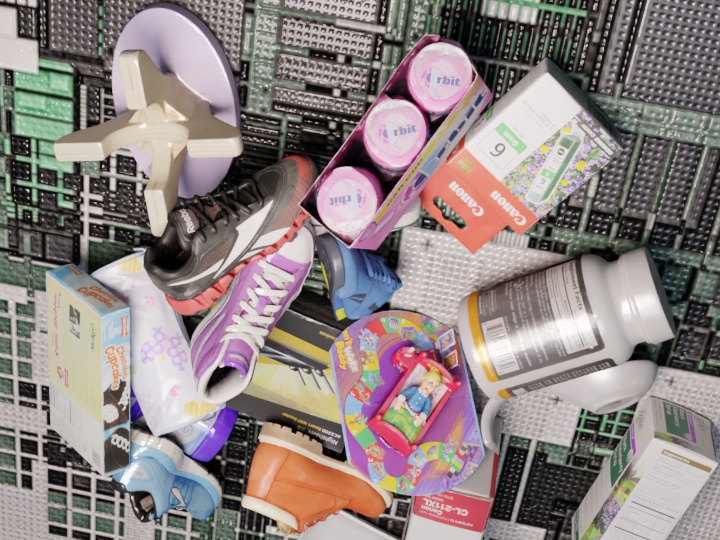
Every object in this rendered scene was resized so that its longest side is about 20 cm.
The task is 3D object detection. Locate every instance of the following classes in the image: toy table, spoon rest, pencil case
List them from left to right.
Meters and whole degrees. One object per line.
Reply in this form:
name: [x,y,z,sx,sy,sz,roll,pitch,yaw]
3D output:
pencil case: [-0.220,0.077,1.192,0.090,0.083,0.201,-28,87,29]
toy table: [-0.195,-0.144,1.083,0.183,0.117,0.201,-11,118,15]
spoon rest: [0.220,0.131,1.183,0.199,0.061,0.099,-20,157,7]

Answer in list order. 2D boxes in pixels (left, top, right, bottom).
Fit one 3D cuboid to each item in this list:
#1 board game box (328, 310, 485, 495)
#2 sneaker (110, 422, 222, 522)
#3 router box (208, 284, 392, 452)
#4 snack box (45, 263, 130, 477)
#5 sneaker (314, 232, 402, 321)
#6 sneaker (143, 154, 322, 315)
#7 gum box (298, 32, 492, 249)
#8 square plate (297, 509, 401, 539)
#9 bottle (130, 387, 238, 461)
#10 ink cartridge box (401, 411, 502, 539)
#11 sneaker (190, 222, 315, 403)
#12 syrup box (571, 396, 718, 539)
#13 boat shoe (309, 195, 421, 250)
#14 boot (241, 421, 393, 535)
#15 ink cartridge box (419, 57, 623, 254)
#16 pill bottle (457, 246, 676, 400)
board game box: [0.055,0.129,1.147,0.157,0.201,0.039,-1,157,-23]
sneaker: [-0.234,0.253,1.293,0.078,0.090,0.200,17,158,31]
router box: [-0.081,0.098,1.236,0.199,0.052,0.158,22,121,-3]
snack box: [-0.290,0.107,1.183,0.116,0.037,0.201,31,126,38]
sneaker: [0.000,0.000,1.109,0.078,0.200,0.066,-14,75,-1]
sneaker: [-0.124,-0.043,1.044,0.200,0.071,0.098,-40,143,7]
gum box: [0.039,-0.117,1.020,0.066,0.113,0.200,38,97,9]
square plate: [-0.003,0.392,1.403,0.197,0.028,0.201,27,120,-6]
bottle: [-0.241,0.143,1.278,0.199,0.065,0.084,32,136,-9]
ink cartridge box: [0.096,0.277,1.252,0.082,0.146,0.201,13,120,3]
sneaker: [-0.102,0.046,1.091,0.072,0.114,0.201,25,110,-18]
syrup box: [0.313,0.247,1.238,0.081,0.079,0.201,21,120,-2]
boat shoe: [-0.035,-0.050,1.137,0.198,0.072,0.066,-5,133,6]
boot: [-0.050,0.259,1.269,0.199,0.108,0.075,31,158,-32]
ink cartridge box: [0.146,-0.099,1.087,0.109,0.050,0.200,42,117,-14]
pill bottle: [0.208,0.052,1.125,0.199,0.117,0.117,-19,114,19]
